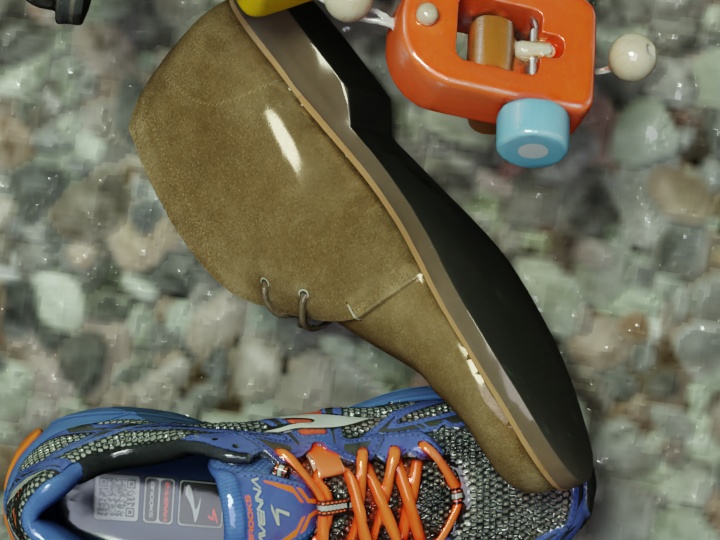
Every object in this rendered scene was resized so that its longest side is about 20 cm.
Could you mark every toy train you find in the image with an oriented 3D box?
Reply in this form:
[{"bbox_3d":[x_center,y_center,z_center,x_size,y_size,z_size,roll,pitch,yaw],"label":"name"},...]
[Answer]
[{"bbox_3d":[0.012,-0.122,0.853,0.149,0.056,0.202,6,63,-14],"label":"toy train"}]

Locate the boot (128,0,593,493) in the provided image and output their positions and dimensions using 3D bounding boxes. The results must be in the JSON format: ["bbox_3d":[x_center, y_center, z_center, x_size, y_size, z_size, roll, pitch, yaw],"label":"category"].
[{"bbox_3d":[0.000,0.000,0.864,0.075,0.074,0.201,-39,72,11],"label":"boot"}]

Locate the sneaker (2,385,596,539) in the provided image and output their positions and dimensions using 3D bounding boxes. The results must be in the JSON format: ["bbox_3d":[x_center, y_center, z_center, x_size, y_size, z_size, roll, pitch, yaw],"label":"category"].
[{"bbox_3d":[-0.022,0.080,0.870,0.198,0.078,0.076,-6,93,4],"label":"sneaker"}]

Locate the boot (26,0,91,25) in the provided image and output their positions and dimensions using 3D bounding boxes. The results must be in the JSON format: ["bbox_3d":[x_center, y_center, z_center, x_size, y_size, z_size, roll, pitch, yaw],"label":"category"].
[{"bbox_3d":[-0.166,-0.165,0.827,0.173,0.069,0.202,-7,80,-9],"label":"boot"}]
